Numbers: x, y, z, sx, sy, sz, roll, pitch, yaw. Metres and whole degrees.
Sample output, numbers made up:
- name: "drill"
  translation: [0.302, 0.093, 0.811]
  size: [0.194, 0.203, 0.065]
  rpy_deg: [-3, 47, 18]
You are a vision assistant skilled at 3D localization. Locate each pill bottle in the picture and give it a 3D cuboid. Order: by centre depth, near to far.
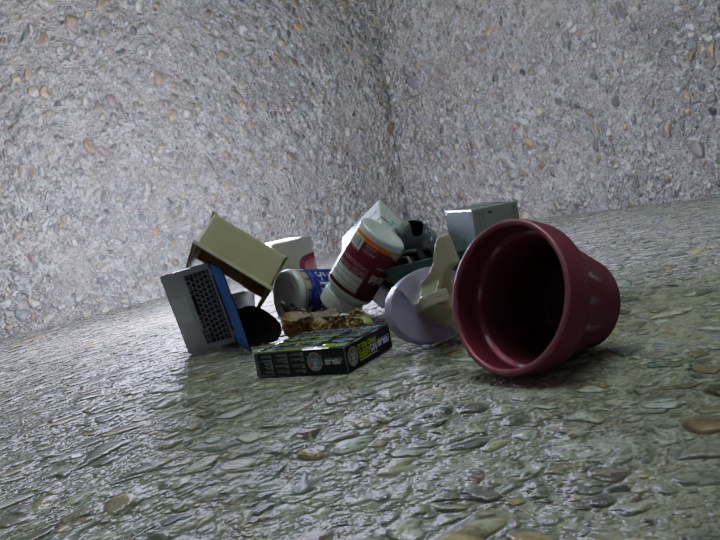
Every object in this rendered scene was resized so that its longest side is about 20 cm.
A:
- name: "pill bottle"
  translation: [0.000, 0.000, 1.662]
  size: [0.112, 0.202, 0.115]
  rpy_deg: [28, 19, -11]
- name: "pill bottle"
  translation: [-0.097, 0.057, 1.806]
  size: [0.197, 0.123, 0.118]
  rpy_deg: [-1, -2, -42]

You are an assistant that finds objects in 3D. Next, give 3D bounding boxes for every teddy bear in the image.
- name: "teddy bear"
  translation: [-0.062, 0.118, 1.544]
  size: [0.195, 0.069, 0.145]
  rpy_deg: [-6, 13, -21]

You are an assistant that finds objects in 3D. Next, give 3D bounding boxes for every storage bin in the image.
- name: "storage bin"
  translation: [-0.286, -0.012, 1.740]
  size: [0.095, 0.197, 0.199]
  rpy_deg: [-63, 7, -26]

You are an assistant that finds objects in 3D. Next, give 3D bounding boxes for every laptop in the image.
- name: "laptop"
  translation: [-0.333, 0.092, 1.638]
  size: [0.195, 0.192, 0.116]
  rpy_deg: [-15, 14, 14]

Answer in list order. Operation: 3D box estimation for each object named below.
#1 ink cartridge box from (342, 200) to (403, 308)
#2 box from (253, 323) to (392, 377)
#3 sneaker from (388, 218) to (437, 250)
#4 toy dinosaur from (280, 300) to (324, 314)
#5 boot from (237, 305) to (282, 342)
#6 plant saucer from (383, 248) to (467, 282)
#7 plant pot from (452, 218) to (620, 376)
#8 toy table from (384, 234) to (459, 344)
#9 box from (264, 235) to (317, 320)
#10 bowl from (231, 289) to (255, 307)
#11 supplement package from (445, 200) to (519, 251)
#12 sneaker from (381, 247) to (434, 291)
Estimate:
- name: "ink cartridge box"
  translation: [0.050, -0.042, 1.875]
  size: [0.146, 0.146, 0.201]
  rpy_deg: [-43, 19, 18]
- name: "box"
  translation: [-0.065, 0.141, 1.349]
  size: [0.196, 0.045, 0.159]
  rpy_deg: [-8, 7, 32]
- name: "sneaker"
  translation: [0.135, -0.078, 1.763]
  size: [0.082, 0.076, 0.198]
  rpy_deg: [-37, -16, 29]
- name: "toy dinosaur"
  translation: [-0.101, 0.111, 1.667]
  size: [0.196, 0.079, 0.102]
  rpy_deg: [12, 6, -30]
- name: "boot"
  translation: [-0.232, 0.125, 1.764]
  size: [0.196, 0.079, 0.137]
  rpy_deg: [13, -4, 33]
- name: "plant saucer"
  translation: [0.145, -0.007, 1.571]
  size: [0.195, 0.037, 0.200]
  rpy_deg: [-15, -1, 0]
- name: "plant pot"
  translation: [0.253, 0.040, 1.042]
  size: [0.176, 0.206, 0.198]
  rpy_deg: [5, -6, -40]
- name: "toy table"
  translation: [0.146, 0.044, 1.298]
  size: [0.198, 0.187, 0.116]
  rpy_deg: [-30, 1, -38]
- name: "box"
  translation: [-0.169, 0.021, 1.944]
  size: [0.106, 0.206, 0.128]
  rpy_deg: [-13, 6, -17]
- name: "bowl"
  translation: [-0.342, 0.112, 1.896]
  size: [0.196, 0.093, 0.201]
  rpy_deg: [-16, -1, 0]
- name: "supplement package"
  translation: [0.274, -0.040, 1.658]
  size: [0.108, 0.206, 0.155]
  rpy_deg: [-12, 7, -15]
- name: "sneaker"
  translation: [0.138, -0.010, 1.731]
  size: [0.196, 0.080, 0.080]
  rpy_deg: [-20, -23, -14]
